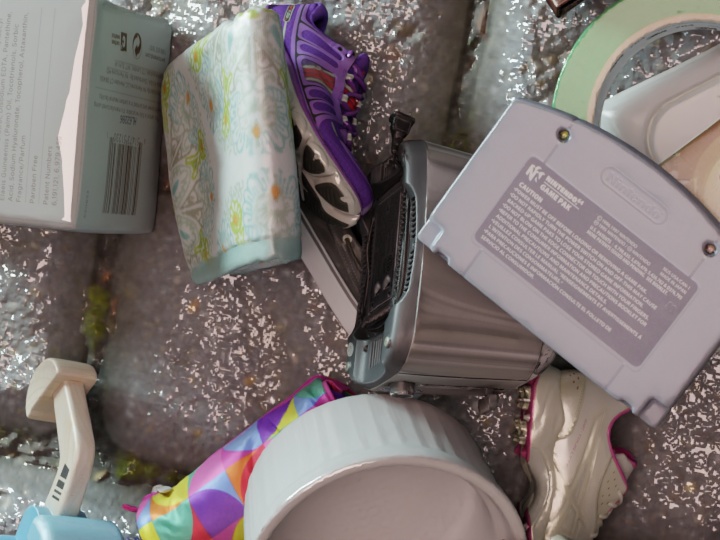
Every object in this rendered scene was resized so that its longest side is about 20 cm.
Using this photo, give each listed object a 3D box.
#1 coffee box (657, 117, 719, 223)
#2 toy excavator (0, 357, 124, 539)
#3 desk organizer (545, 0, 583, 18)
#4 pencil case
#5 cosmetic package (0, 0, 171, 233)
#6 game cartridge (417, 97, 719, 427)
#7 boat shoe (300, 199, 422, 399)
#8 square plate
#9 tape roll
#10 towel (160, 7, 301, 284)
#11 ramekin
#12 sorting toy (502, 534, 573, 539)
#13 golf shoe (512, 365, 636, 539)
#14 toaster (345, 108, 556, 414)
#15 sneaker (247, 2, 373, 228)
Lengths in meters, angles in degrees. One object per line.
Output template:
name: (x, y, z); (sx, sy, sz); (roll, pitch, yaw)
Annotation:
coffee box: (0.297, -0.075, 1.230); (0.199, 0.080, 0.115); (-36, 84, 11)
toy excavator: (-0.220, 0.191, 1.409); (0.194, 0.099, 0.202); (45, 116, 52)
desk organizer: (0.210, -0.242, 1.310); (0.199, 0.072, 0.077); (-32, 55, 7)
pencil case: (-0.078, 0.156, 1.398); (0.199, 0.088, 0.089); (-34, 83, 10)
cosmetic package: (-0.264, -0.119, 1.397); (0.198, 0.167, 0.168); (6, 92, 13)
game cartridge: (0.150, -0.013, 1.212); (0.200, 0.041, 0.134); (39, 106, 11)
boat shoe: (0.000, 0.000, 1.386); (0.056, 0.069, 0.201); (-35, 80, 11)
square plate: (0.291, -0.072, 1.336); (0.199, 0.028, 0.200); (-27, 84, 12)
tape roll: (0.232, -0.100, 1.311); (0.198, 0.048, 0.203); (0, 90, 13)
towel: (-0.094, -0.082, 1.353); (0.048, 0.200, 0.173); (-7, 88, -22)
ramekin: (0.011, 0.183, 1.324); (0.198, 0.098, 0.202); (-5, 122, -7)
sorting toy: (0.127, 0.283, 1.307); (0.201, 0.198, 0.070); (-54, 38, 6)
golf shoe: (0.152, 0.168, 1.349); (0.090, 0.075, 0.202); (2, 99, -4)
toaster: (0.068, -0.003, 1.322); (0.128, 0.114, 0.202); (11, 71, -19)
sneaker: (-0.025, -0.123, 1.357); (0.083, 0.081, 0.201); (-15, 58, -9)
